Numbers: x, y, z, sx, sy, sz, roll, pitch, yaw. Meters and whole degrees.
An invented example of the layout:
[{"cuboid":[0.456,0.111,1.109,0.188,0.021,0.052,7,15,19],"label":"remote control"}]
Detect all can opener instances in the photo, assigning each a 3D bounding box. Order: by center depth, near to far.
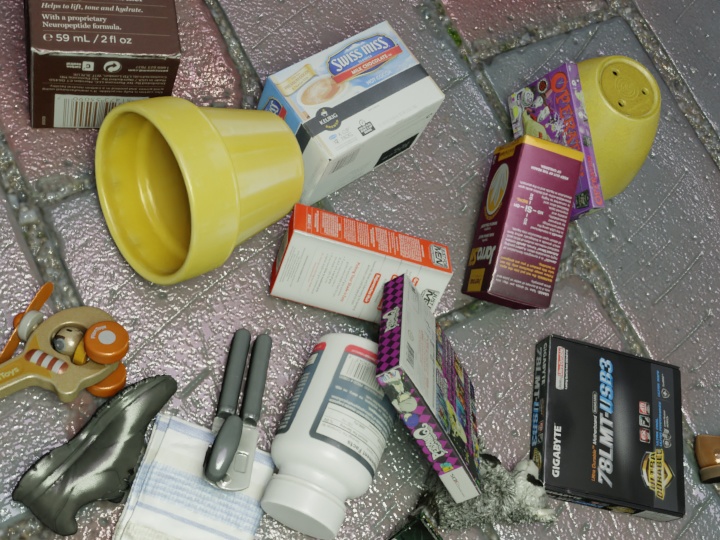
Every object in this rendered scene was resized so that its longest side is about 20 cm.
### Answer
[{"cuboid":[-0.130,0.148,1.033,0.052,0.067,0.202,17,47,-12],"label":"can opener"}]

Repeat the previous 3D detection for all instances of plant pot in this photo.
[{"cuboid":[-0.174,-0.104,1.079,0.188,0.201,0.202,-20,75,-42],"label":"plant pot"},{"cuboid":[0.342,-0.220,1.325,0.197,0.142,0.203,7,66,-17],"label":"plant pot"}]

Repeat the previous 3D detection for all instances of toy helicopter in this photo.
[{"cuboid":[-0.348,0.093,0.986,0.199,0.079,0.132,-28,62,-35],"label":"toy helicopter"}]

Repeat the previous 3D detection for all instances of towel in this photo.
[{"cuboid":[-0.182,0.267,1.004,0.145,0.024,0.202,22,63,-10],"label":"towel"}]

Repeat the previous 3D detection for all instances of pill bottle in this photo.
[{"cuboid":[-0.031,0.183,1.038,0.119,0.120,0.202,28,62,-6],"label":"pill bottle"}]

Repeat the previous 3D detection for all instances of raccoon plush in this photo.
[{"cuboid":[0.130,0.289,1.092,0.200,0.097,0.134,-45,102,1],"label":"raccoon plush"}]

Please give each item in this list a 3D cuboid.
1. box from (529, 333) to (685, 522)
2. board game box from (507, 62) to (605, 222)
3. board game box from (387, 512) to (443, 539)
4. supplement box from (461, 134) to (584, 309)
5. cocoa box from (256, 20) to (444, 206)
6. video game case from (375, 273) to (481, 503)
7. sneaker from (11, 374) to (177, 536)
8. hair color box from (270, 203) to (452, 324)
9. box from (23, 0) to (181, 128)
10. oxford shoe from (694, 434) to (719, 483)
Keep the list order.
[{"cuboid":[0.314,0.200,1.194,0.196,0.050,0.202,16,63,-14],"label":"box"},{"cuboid":[0.262,-0.163,1.271,0.032,0.119,0.203,2,74,-38],"label":"board game box"},{"cuboid":[0.087,0.376,1.019,0.104,0.023,0.201,-36,88,-2],"label":"board game box"},{"cuboid":[0.203,-0.057,1.191,0.085,0.110,0.203,15,85,-11],"label":"supplement box"},{"cuboid":[-0.020,-0.199,1.194,0.199,0.134,0.132,-32,80,-28],"label":"cocoa box"},{"cuboid":[0.078,0.124,1.043,0.182,0.036,0.201,57,18,-22],"label":"video game case"},{"cuboid":[-0.263,0.192,0.988,0.200,0.076,0.091,-43,93,-20],"label":"sneaker"},{"cuboid":[0.000,0.000,1.129,0.198,0.102,0.062,16,34,-13],"label":"hair color box"},{"cuboid":[-0.312,-0.293,1.113,0.164,0.164,0.203,-3,69,-20],"label":"box"},{"cuboid":[0.534,0.234,1.245,0.197,0.071,0.072,0,64,-18],"label":"oxford shoe"}]
